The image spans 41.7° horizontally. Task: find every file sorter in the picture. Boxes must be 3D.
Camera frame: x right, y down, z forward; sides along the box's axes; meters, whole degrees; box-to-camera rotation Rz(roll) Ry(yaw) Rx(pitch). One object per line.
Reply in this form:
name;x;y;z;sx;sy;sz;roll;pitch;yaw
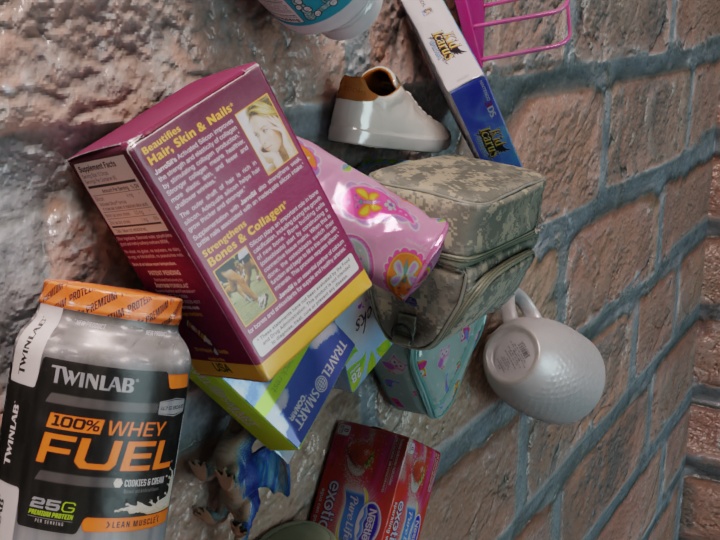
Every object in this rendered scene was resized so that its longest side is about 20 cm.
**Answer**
file sorter;0.171;-0.364;1.094;0.139;0.125;0.200;-81;157;-44

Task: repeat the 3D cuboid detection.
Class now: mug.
mug;0.256;0.119;1.409;0.175;0.148;0.200;26;45;-51

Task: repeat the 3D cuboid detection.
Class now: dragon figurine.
dragon figurine;-0.104;0.193;0.882;0.099;0.059;0.200;-37;127;-49

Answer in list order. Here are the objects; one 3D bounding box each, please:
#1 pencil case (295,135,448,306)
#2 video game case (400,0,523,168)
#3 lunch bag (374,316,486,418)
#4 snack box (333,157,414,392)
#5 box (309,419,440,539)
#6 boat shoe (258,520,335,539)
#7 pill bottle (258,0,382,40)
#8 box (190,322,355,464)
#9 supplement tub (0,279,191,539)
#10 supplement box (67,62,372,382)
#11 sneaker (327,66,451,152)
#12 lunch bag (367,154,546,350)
pencil case;-0.021;-0.051;0.824;0.088;0.200;0.087;-62;-179;2
video game case;0.119;-0.199;1.065;0.200;0.045;0.181;55;11;-50
lunch bag;0.093;0.071;1.161;0.200;0.077;0.160;-59;143;-33
snack box;0.000;0.000;0.997;0.200;0.068;0.169;-45;133;-44
box;0.008;0.279;1.056;0.100;0.095;0.200;38;65;-57
boat shoe;-0.086;0.314;0.929;0.201;0.072;0.061;-28;135;-63
pill bottle;-0.054;-0.273;0.791;0.200;0.111;0.111;33;69;-57
box;-0.088;0.064;0.824;0.200;0.048;0.122;48;54;-27
supplement tub;-0.186;0.111;0.659;0.122;0.122;0.200;9;89;-59
supplement box;-0.102;-0.033;0.716;0.131;0.103;0.200;-41;115;-34
sneaker;0.043;-0.172;1.018;0.200;0.073;0.085;-6;105;-57
lunch bag;0.094;-0.019;0.961;0.200;0.139;0.168;-24;126;-56
